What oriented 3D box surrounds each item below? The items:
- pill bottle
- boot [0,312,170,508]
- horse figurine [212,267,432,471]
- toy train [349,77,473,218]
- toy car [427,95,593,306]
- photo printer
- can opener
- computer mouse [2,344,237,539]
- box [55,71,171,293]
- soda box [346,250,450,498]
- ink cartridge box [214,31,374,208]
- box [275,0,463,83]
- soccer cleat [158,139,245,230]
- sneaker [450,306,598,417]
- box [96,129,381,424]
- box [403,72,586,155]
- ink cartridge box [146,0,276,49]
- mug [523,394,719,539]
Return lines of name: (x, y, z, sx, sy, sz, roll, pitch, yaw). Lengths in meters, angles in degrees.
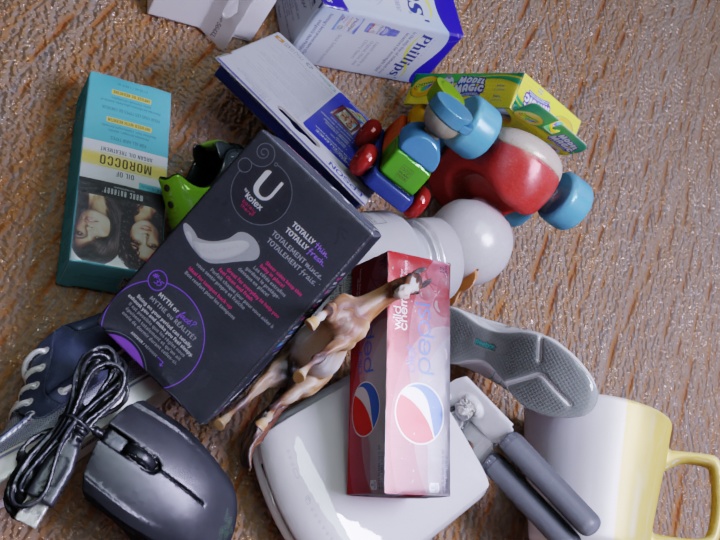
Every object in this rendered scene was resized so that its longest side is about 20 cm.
pill bottle: (0.000, 0.000, 0.856, 0.198, 0.114, 0.115, -8, 69, -35)
boot: (-0.245, 0.105, 0.677, 0.091, 0.073, 0.199, 49, 41, 9)
horse figurine: (-0.040, 0.073, 0.690, 0.050, 0.200, 0.132, 44, 31, 7)
toy train: (0.059, -0.149, 0.888, 0.084, 0.116, 0.201, 37, 26, -15)
toy car: (0.119, -0.055, 0.966, 0.184, 0.176, 0.201, 32, 79, -27)
photo printer: (0.005, 0.181, 0.789, 0.199, 0.069, 0.167, -24, 79, -39)
can opener: (0.147, 0.181, 0.837, 0.200, 0.053, 0.066, 46, 14, 31)
computer mouse: (-0.155, 0.164, 0.657, 0.200, 0.052, 0.139, 50, 49, -34)
box: (-0.223, -0.080, 0.798, 0.082, 0.049, 0.202, 11, 59, -27)
soda box: (0.033, 0.090, 0.745, 0.069, 0.063, 0.202, 11, 71, -29)
ink cartridge box: (-0.056, -0.154, 0.904, 0.198, 0.047, 0.200, 44, 27, -6)
box: (0.001, -0.341, 1.051, 0.198, 0.105, 0.186, 2, 64, -33)
soccer cleat: (-0.117, -0.095, 0.842, 0.200, 0.067, 0.082, -45, 124, -51)
sneaker: (0.156, 0.087, 0.879, 0.080, 0.199, 0.071, 14, 99, -52)
box: (-0.093, 0.004, 0.707, 0.122, 0.200, 0.106, 43, 5, 2)
box: (0.156, -0.179, 0.989, 0.117, 0.199, 0.049, 27, 85, -40)
ink cartridge box: (-0.155, -0.359, 0.943, 0.124, 0.128, 0.202, 7, 61, -29)
mug: (0.245, 0.217, 0.864, 0.149, 0.185, 0.155, 35, 57, -39)
